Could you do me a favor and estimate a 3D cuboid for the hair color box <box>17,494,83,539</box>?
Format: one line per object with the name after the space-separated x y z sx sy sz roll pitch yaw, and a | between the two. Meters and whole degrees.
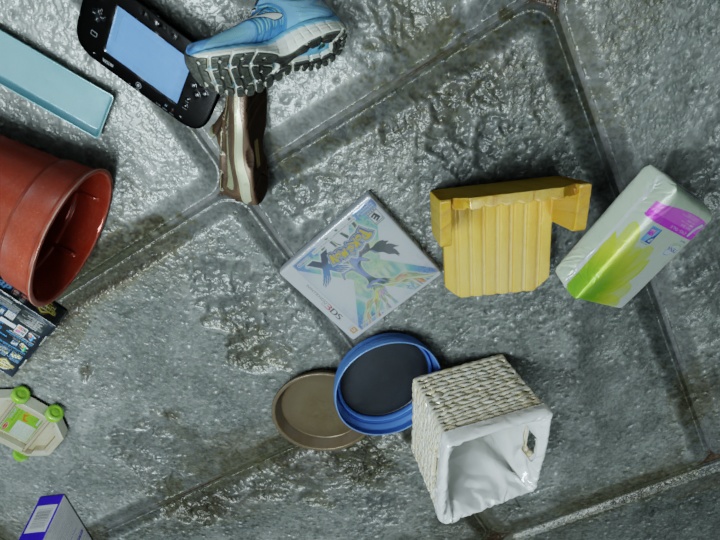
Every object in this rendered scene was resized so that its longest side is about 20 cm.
-0.647 0.595 1.253 0.063 0.110 0.205 -7 122 5 | hair color box

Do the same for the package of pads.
0.397 -0.040 0.848 0.152 0.069 0.202 11 126 -41 | package of pads

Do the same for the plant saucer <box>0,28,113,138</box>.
-0.426 -0.256 0.766 0.197 0.019 0.070 30 118 -17 | plant saucer

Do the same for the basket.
0.194 0.283 0.998 0.194 0.162 0.203 -13 125 -16 | basket

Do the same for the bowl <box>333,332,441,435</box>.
0.046 0.199 1.024 0.194 0.040 0.206 -6 119 -11 | bowl

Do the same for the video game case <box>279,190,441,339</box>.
0.000 0.000 0.929 0.198 0.022 0.182 -38 116 21 | video game case

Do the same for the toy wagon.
-0.655 0.275 1.091 0.199 0.040 0.155 39 114 -21 | toy wagon

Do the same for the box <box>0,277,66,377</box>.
-0.613 0.067 0.953 0.158 0.047 0.199 -40 115 22 | box

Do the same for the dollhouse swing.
0.206 -0.032 0.832 0.193 0.182 0.182 -5 103 2 | dollhouse swing

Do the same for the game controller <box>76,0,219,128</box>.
-0.260 -0.268 0.725 0.198 0.042 0.105 35 116 -5 | game controller

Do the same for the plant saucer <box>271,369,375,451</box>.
-0.069 0.260 1.091 0.193 0.030 0.205 0 122 -1 | plant saucer

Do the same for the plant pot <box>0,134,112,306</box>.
-0.473 -0.087 0.781 0.191 0.202 0.204 26 120 -7 | plant pot

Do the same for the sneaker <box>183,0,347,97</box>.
-0.118 -0.277 0.698 0.195 0.092 0.079 -22 166 -18 | sneaker

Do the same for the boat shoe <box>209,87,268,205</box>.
-0.170 -0.189 0.780 0.073 0.075 0.208 10 117 13 | boat shoe
